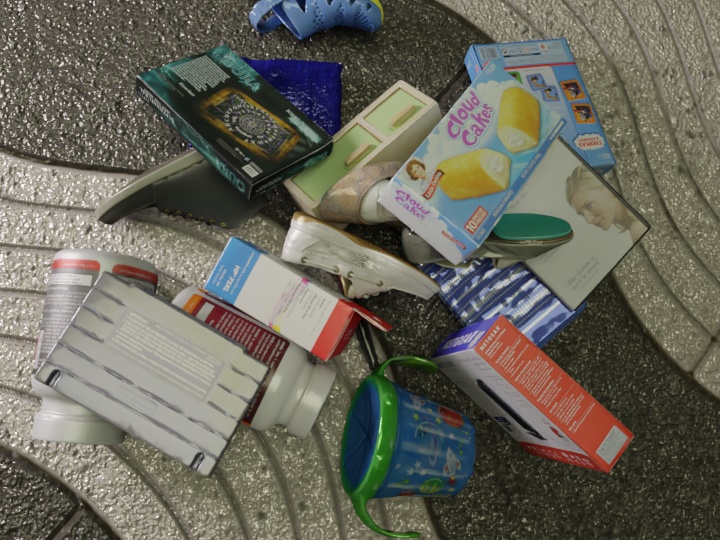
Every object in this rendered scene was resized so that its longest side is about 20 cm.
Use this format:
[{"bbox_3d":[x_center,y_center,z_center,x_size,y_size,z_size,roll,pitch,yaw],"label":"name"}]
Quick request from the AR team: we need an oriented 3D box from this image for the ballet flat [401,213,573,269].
[{"bbox_3d":[0.147,-0.032,0.740,0.197,0.064,0.068,2,35,3],"label":"ballet flat"}]

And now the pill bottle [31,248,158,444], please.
[{"bbox_3d":[-0.298,0.085,0.699,0.114,0.116,0.203,7,79,-6],"label":"pill bottle"}]

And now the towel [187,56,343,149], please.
[{"bbox_3d":[-0.120,-0.208,0.809,0.197,0.050,0.150,1,80,-7],"label":"towel"}]

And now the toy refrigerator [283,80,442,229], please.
[{"bbox_3d":[0.006,-0.140,0.774,0.199,0.070,0.076,-40,52,-7],"label":"toy refrigerator"}]

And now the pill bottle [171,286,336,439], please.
[{"bbox_3d":[-0.134,0.110,0.717,0.198,0.113,0.114,27,78,-1],"label":"pill bottle"}]

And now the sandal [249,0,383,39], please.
[{"bbox_3d":[-0.068,-0.345,0.832,0.197,0.080,0.088,13,82,4],"label":"sandal"}]

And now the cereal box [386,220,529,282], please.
[{"bbox_3d":[0.149,-0.088,0.826,0.198,0.040,0.145,26,79,-3],"label":"cereal box"}]

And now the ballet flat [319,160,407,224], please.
[{"bbox_3d":[0.049,-0.094,0.734,0.198,0.069,0.067,-24,44,-23],"label":"ballet flat"}]

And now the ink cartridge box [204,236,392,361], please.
[{"bbox_3d":[-0.065,0.042,0.719,0.198,0.116,0.068,30,90,7],"label":"ink cartridge box"}]

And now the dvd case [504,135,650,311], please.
[{"bbox_3d":[0.239,-0.070,0.770,0.200,0.018,0.143,43,91,-2],"label":"dvd case"}]

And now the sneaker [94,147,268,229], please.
[{"bbox_3d":[-0.217,-0.079,0.763,0.198,0.075,0.107,-26,111,5],"label":"sneaker"}]

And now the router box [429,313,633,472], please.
[{"bbox_3d":[0.179,0.138,0.708,0.179,0.200,0.049,42,78,3],"label":"router box"}]

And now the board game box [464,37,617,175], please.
[{"bbox_3d":[0.239,-0.215,0.840,0.149,0.037,0.202,-9,71,-16],"label":"board game box"}]

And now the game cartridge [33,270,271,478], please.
[{"bbox_3d":[-0.205,0.102,0.635,0.198,0.038,0.131,31,73,-1],"label":"game cartridge"}]

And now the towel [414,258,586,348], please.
[{"bbox_3d":[0.174,0.014,0.788,0.144,0.024,0.201,-40,94,2],"label":"towel"}]

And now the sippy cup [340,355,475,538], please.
[{"bbox_3d":[0.058,0.201,0.723,0.129,0.140,0.180,16,102,-14],"label":"sippy cup"}]

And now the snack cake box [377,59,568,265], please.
[{"bbox_3d":[0.125,-0.121,0.692,0.115,0.067,0.201,39,68,0],"label":"snack cake box"}]

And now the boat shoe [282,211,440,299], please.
[{"bbox_3d":[0.000,0.000,0.735,0.198,0.071,0.070,24,94,-17],"label":"boat shoe"}]

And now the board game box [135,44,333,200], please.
[{"bbox_3d":[-0.144,-0.179,0.728,0.200,0.028,0.135,43,52,15],"label":"board game box"}]

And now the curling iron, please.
[{"bbox_3d":[-0.023,0.032,0.790,0.049,0.026,0.202,-24,83,-8],"label":"curling iron"}]
